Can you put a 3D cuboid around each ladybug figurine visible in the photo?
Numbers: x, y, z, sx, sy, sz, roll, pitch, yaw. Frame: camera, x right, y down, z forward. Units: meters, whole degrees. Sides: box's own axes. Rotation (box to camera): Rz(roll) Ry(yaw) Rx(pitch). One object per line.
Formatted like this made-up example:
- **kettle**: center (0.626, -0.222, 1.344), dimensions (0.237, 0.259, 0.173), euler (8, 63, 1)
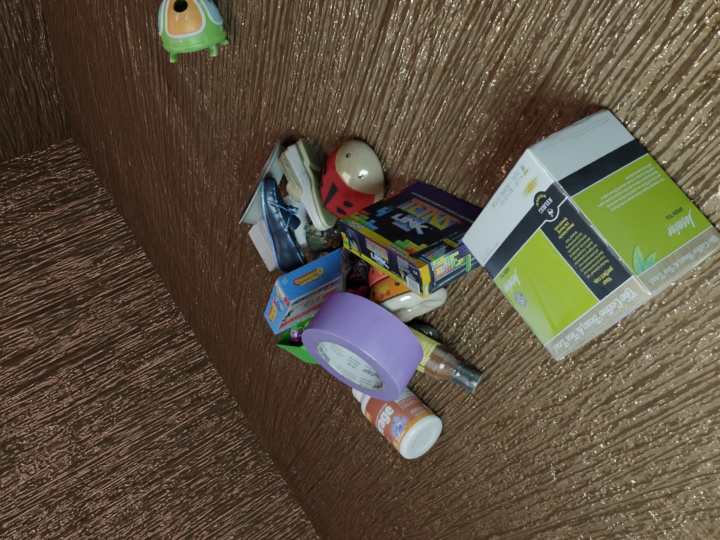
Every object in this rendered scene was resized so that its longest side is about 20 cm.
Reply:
- **ladybug figurine**: center (-0.023, -0.157, 1.257), dimensions (0.136, 0.072, 0.200), euler (56, 155, 12)

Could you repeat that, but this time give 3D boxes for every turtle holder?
- **turtle holder**: center (-0.353, -0.535, 1.454), dimensions (0.141, 0.186, 0.132), euler (5, 126, 23)

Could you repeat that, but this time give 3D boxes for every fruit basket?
- **fruit basket**: center (-0.135, 0.123, 1.690), dimensions (0.216, 0.156, 0.216), euler (36, 158, 17)

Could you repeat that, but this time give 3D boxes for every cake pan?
- **cake pan**: center (-0.203, -0.183, 1.468), dimensions (0.037, 0.200, 0.200), euler (26, 158, -13)

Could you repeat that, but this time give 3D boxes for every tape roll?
- **tape roll**: center (0.003, 0.133, 1.183), dimensions (0.200, 0.085, 0.200), euler (27, 154, 15)

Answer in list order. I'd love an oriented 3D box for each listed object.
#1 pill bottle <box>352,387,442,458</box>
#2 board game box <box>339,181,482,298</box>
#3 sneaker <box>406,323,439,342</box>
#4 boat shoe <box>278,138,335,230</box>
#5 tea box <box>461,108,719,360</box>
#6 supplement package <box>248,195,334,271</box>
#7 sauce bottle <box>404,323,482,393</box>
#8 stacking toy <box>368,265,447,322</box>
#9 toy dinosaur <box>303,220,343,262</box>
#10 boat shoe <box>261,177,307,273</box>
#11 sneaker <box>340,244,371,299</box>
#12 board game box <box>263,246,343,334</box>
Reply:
- **pill bottle**: center (0.074, 0.305, 1.492), dimensions (0.200, 0.112, 0.112), euler (40, 147, 39)
- **board game box**: center (0.092, -0.054, 1.033), dimensions (0.200, 0.165, 0.057), euler (33, 144, 45)
- **sneaker**: center (0.079, 0.136, 1.360), dimensions (0.200, 0.091, 0.076), euler (-18, 103, 42)
- **boat shoe**: center (-0.106, -0.161, 1.354), dimensions (0.075, 0.068, 0.200), euler (28, -140, -59)
- **tea box**: center (0.253, -0.034, 0.787), dimensions (0.197, 0.134, 0.200), euler (56, 155, 15)
- **supplement package**: center (-0.158, -0.091, 1.533), dimensions (0.110, 0.114, 0.200), euler (60, 153, 3)
- **sauce bottle**: center (0.125, 0.158, 1.249), dimensions (0.200, 0.066, 0.066), euler (30, 146, 14)
- **stacking toy**: center (0.058, -0.014, 1.218), dimensions (0.146, 0.146, 0.200), euler (126, 129, -63)
- **toy dinosaur**: center (-0.075, -0.058, 1.435), dimensions (0.200, 0.088, 0.048), euler (93, 157, -58)
- **boat shoe**: center (-0.150, -0.095, 1.378), dimensions (0.084, 0.069, 0.200), euler (-85, -15, -60)
- **sneaker**: center (0.000, 0.000, 1.297), dimensions (0.200, 0.081, 0.075), euler (-101, -9, -46)
- **board game box**: center (-0.094, 0.037, 1.438), dimensions (0.056, 0.200, 0.196), euler (57, 154, 13)
